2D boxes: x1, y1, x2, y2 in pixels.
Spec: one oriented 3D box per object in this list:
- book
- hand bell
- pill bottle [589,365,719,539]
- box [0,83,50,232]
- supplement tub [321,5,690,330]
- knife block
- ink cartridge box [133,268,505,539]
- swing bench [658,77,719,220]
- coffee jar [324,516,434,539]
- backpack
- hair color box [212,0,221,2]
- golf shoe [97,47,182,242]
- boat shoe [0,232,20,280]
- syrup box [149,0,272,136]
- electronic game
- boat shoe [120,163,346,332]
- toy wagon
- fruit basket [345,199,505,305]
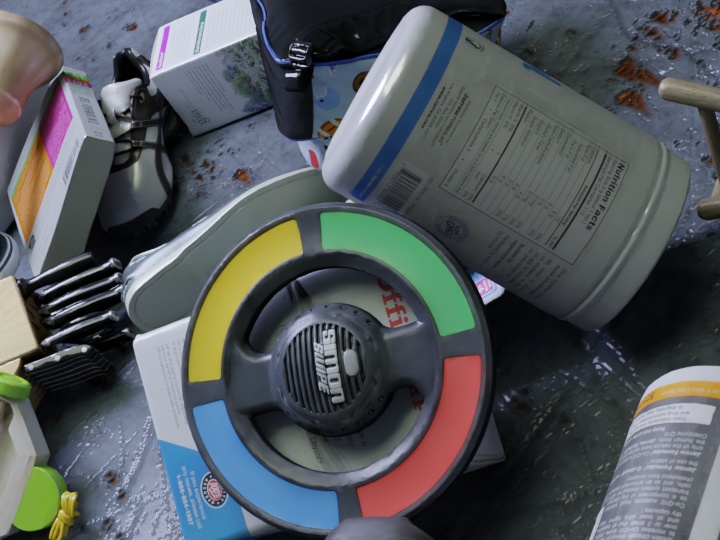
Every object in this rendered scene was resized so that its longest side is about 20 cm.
[{"bbox_3d":[-0.257,-0.086,1.323,0.200,0.048,0.134,-123,51,-61],"label":"book"},{"bbox_3d":[-0.324,-0.111,1.300,0.104,0.104,0.200,-11,54,28],"label":"hand bell"},{"bbox_3d":[0.171,0.158,0.781,0.116,0.116,0.200,1,51,37],"label":"pill bottle"},{"bbox_3d":[-0.412,-0.139,1.451,0.171,0.200,0.199,10,56,41],"label":"box"},{"bbox_3d":[0.089,-0.064,0.961,0.132,0.200,0.132,-59,8,14],"label":"supplement tub"},{"bbox_3d":[-0.288,0.044,1.225,0.199,0.064,0.176,19,73,16],"label":"knife block"},{"bbox_3d":[-0.026,0.082,0.981,0.200,0.084,0.146,-20,78,18],"label":"ink cartridge box"},{"bbox_3d":[0.321,-0.141,0.975,0.200,0.130,0.199,4,52,32],"label":"swing bench"},{"bbox_3d":[0.002,0.238,0.833,0.085,0.104,0.200,-6,47,31],"label":"coffee jar"},{"bbox_3d":[0.018,-0.172,1.194,0.190,0.154,0.200,-13,44,-3],"label":"backpack"},{"bbox_3d":[-0.138,-0.329,1.556,0.100,0.061,0.200,-45,40,-12],"label":"hair color box"},{"bbox_3d":[-0.210,-0.114,1.361,0.078,0.095,0.200,-17,44,17],"label":"golf shoe"},{"bbox_3d":[-0.378,0.009,1.249,0.200,0.091,0.071,-32,48,-14],"label":"boat shoe"},{"bbox_3d":[-0.083,-0.202,1.370,0.200,0.079,0.082,-19,42,21],"label":"syrup box"},{"bbox_3d":[-0.016,0.059,0.911,0.199,0.042,0.201,-3,83,21],"label":"electronic game"},{"bbox_3d":[-0.103,-0.029,1.211,0.200,0.073,0.062,-34,34,-3],"label":"boat shoe"},{"bbox_3d":[-0.293,0.147,1.144,0.200,0.040,0.156,22,94,14],"label":"toy wagon"},{"bbox_3d":[0.000,0.000,1.092,0.200,0.094,0.186,-28,39,15],"label":"fruit basket"}]
